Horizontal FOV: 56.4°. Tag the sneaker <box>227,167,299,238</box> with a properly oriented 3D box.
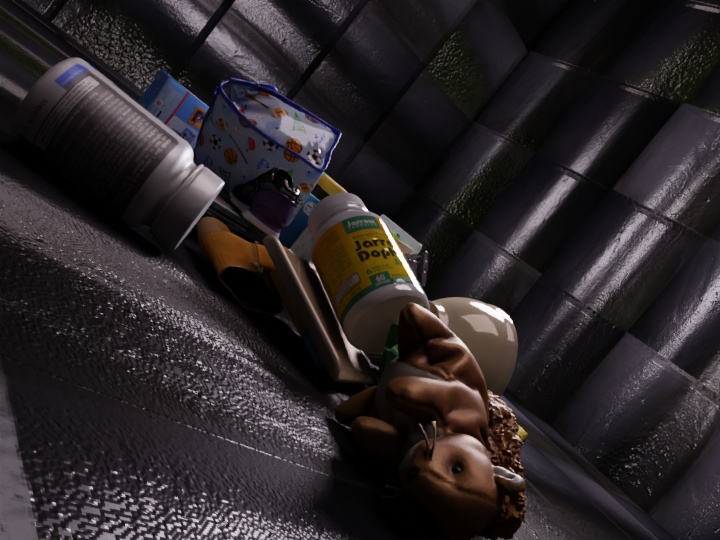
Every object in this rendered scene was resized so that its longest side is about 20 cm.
[{"bbox_3d":[-0.130,-0.107,0.970,0.076,0.088,0.200,35,3,-27],"label":"sneaker"}]

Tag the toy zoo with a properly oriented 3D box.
[{"bbox_3d":[-0.001,-0.098,1.116,0.200,0.020,0.131,42,6,12],"label":"toy zoo"}]

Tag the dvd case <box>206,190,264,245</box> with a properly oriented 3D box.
[{"bbox_3d":[-0.227,-0.111,0.974,0.146,0.022,0.200,42,5,41],"label":"dvd case"}]

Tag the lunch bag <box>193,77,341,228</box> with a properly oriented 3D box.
[{"bbox_3d":[-0.157,-0.194,1.068,0.199,0.170,0.124,28,48,-11],"label":"lunch bag"}]

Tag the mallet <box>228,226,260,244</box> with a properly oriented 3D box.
[{"bbox_3d":[-0.219,-0.068,1.089,0.200,0.041,0.066,32,14,40],"label":"mallet"}]

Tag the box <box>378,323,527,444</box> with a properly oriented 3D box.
[{"bbox_3d":[0.089,0.161,0.782,0.200,0.048,0.118,42,-36,27],"label":"box"}]

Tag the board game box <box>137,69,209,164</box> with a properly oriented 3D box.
[{"bbox_3d":[-0.296,-0.211,1.120,0.037,0.152,0.200,40,3,41],"label":"board game box"}]

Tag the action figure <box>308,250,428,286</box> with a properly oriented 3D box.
[{"bbox_3d":[0.000,0.000,1.037,0.199,0.070,0.130,3,2,24],"label":"action figure"}]

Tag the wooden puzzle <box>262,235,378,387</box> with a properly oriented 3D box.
[{"bbox_3d":[-0.050,0.061,0.829,0.186,0.037,0.200,61,5,19],"label":"wooden puzzle"}]

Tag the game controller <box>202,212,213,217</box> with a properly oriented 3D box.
[{"bbox_3d":[-0.261,-0.111,1.019,0.104,0.042,0.200,22,9,-16],"label":"game controller"}]

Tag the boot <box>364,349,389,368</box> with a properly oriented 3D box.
[{"bbox_3d":[0.082,0.160,0.907,0.199,0.091,0.073,21,-13,-32],"label":"boot"}]

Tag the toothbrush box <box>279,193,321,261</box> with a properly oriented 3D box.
[{"bbox_3d":[-0.148,-0.095,1.232,0.200,0.147,0.085,40,3,34],"label":"toothbrush box"}]

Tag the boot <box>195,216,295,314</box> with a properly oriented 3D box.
[{"bbox_3d":[-0.122,0.015,0.861,0.201,0.071,0.144,33,13,-41],"label":"boot"}]

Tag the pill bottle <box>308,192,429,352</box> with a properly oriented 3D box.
[{"bbox_3d":[0.001,-0.005,0.863,0.113,0.113,0.201,35,22,-47],"label":"pill bottle"}]

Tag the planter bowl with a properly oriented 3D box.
[{"bbox_3d":[0.137,0.128,1.099,0.134,0.201,0.200,25,10,-28],"label":"planter bowl"}]

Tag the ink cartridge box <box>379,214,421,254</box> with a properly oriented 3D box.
[{"bbox_3d":[0.004,-0.005,1.208,0.117,0.200,0.067,40,4,27],"label":"ink cartridge box"}]

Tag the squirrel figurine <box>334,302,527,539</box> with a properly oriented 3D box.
[{"bbox_3d":[0.091,0.162,0.601,0.200,0.142,0.187,35,11,-26],"label":"squirrel figurine"}]

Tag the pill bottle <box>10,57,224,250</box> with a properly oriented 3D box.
[{"bbox_3d":[-0.253,-0.120,0.721,0.200,0.114,0.114,39,4,-11],"label":"pill bottle"}]
